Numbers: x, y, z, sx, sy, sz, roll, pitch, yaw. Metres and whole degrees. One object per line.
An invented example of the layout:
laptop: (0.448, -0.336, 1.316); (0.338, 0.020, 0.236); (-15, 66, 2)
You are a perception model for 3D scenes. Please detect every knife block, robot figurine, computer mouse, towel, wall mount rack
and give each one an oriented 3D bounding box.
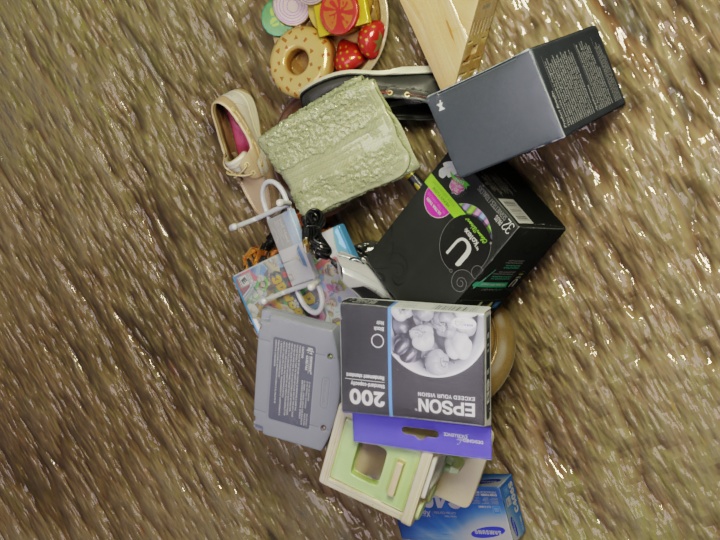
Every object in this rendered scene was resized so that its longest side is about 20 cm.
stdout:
knife block: (0.086, -0.352, 1.441); (0.175, 0.064, 0.201); (28, 122, 24)
robot figurine: (-0.108, -0.026, 1.671); (0.200, 0.058, 0.146); (-39, 46, 31)
computer mouse: (0.000, 0.000, 1.501); (0.200, 0.110, 0.044); (42, 104, -19)
towel: (-0.032, -0.160, 1.489); (0.199, 0.037, 0.149); (-23, 107, 30)
wall mount rack: (-0.102, -0.028, 1.521); (0.173, 0.074, 0.201); (-19, 93, 56)

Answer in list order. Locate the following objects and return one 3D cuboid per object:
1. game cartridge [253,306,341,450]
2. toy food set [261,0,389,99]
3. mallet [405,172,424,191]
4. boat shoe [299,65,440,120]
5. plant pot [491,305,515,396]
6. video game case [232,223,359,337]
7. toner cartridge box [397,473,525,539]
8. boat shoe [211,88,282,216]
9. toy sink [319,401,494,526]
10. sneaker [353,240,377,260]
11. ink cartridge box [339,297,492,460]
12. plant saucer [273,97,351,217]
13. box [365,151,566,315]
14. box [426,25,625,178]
game cartridge: (-0.086, 0.157, 1.611); (0.132, 0.041, 0.201); (16, 116, 20)
toy food set: (-0.051, -0.343, 1.530); (0.199, 0.049, 0.199); (-10, 92, 34)
mallet: (0.059, -0.132, 1.563); (0.066, 0.041, 0.200); (-35, 90, 37)
boat shoe: (0.016, -0.227, 1.488); (0.200, 0.074, 0.064); (-3, 71, 10)
plant pot: (0.112, 0.100, 1.533); (0.199, 0.201, 0.028); (26, 165, 24)
video game case: (-0.077, 0.036, 1.601); (0.199, 0.018, 0.144); (-24, 90, 28)
toner cartridge box: (0.142, 0.356, 1.686); (0.199, 0.043, 0.096); (-8, 104, 36)
boat shoe: (-0.177, -0.170, 1.687); (0.073, 0.069, 0.201); (-14, 99, 37)
toy sink: (0.062, 0.256, 1.527); (0.199, 0.112, 0.131); (23, 115, 15)
sneaker: (-0.027, 0.034, 1.663); (0.071, 0.098, 0.201); (43, 103, 12)
ink cartridge box: (0.069, 0.139, 1.413); (0.197, 0.043, 0.201); (3, 103, 24)
plant saucer: (-0.064, -0.176, 1.584); (0.200, 0.037, 0.202); (-4, 84, 43)
box: (0.134, -0.034, 1.454); (0.200, 0.124, 0.149); (-52, 60, 28)
box: (0.200, -0.203, 1.333); (0.148, 0.200, 0.108); (-19, 96, 38)
